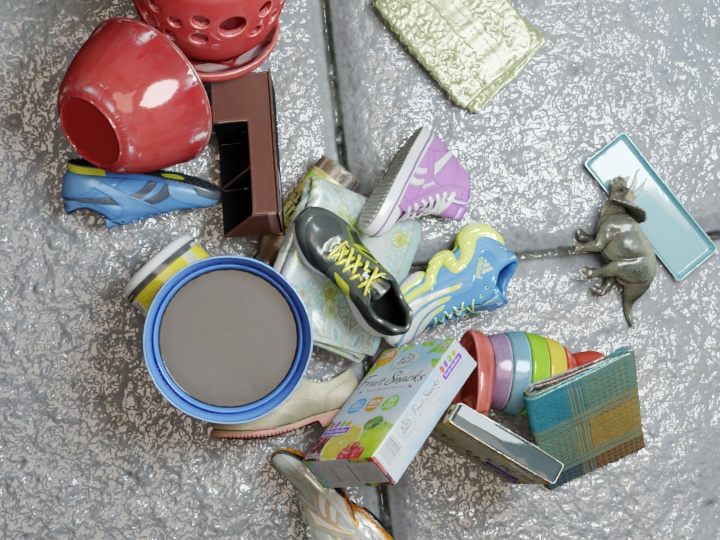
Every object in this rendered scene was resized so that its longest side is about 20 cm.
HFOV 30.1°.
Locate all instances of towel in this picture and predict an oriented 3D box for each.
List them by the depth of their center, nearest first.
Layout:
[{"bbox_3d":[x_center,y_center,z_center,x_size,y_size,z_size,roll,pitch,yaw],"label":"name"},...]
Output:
[{"bbox_3d":[-0.025,0.003,1.674,0.171,0.048,0.200,22,87,-34],"label":"towel"},{"bbox_3d":[0.283,0.186,1.678,0.147,0.022,0.200,-22,134,-4],"label":"towel"},{"bbox_3d":[0.127,-0.315,1.731,0.148,0.036,0.200,-44,92,-2],"label":"towel"}]

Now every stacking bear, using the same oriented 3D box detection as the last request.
[{"bbox_3d":[0.228,0.137,1.698,0.200,0.121,0.114,5,85,-12],"label":"stacking bear"}]

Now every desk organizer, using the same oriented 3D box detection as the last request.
[{"bbox_3d":[-0.141,-0.145,1.666,0.077,0.072,0.200,-5,70,0],"label":"desk organizer"}]

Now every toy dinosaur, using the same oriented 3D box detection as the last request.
[{"bbox_3d":[0.335,-0.020,1.711,0.102,0.077,0.200,-16,91,22],"label":"toy dinosaur"}]

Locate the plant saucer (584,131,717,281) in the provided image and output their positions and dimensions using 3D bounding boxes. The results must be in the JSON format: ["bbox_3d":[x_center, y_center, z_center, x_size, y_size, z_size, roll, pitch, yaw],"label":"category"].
[{"bbox_3d":[0.379,-0.083,1.751,0.070,0.019,0.200,-39,91,-3],"label":"plant saucer"}]

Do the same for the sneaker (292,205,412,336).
[{"bbox_3d":[0.000,0.000,1.608,0.074,0.085,0.200,-47,111,-15],"label":"sneaker"}]

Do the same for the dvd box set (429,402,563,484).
[{"bbox_3d":[0.155,0.215,1.641,0.146,0.200,0.029,31,78,-2],"label":"dvd box set"}]

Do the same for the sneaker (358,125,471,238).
[{"bbox_3d":[0.080,-0.088,1.667,0.114,0.073,0.200,42,49,-10],"label":"sneaker"}]

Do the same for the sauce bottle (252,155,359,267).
[{"bbox_3d":[-0.084,-0.052,1.699,0.065,0.065,0.200,37,86,-2],"label":"sauce bottle"}]

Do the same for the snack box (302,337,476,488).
[{"bbox_3d":[0.035,0.173,1.623,0.053,0.142,0.200,52,55,-19],"label":"snack box"}]

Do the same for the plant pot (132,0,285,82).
[{"bbox_3d":[-0.182,-0.346,1.620,0.200,0.183,0.200,2,58,-3],"label":"plant pot"}]

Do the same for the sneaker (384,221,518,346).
[{"bbox_3d":[0.119,0.031,1.686,0.200,0.076,0.105,-50,53,-4],"label":"sneaker"}]

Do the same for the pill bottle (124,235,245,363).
[{"bbox_3d":[-0.191,0.062,1.667,0.112,0.112,0.200,-42,92,-3],"label":"pill bottle"}]

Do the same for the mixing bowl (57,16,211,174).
[{"bbox_3d":[-0.291,-0.192,1.611,0.200,0.200,0.108,48,51,-2],"label":"mixing bowl"}]

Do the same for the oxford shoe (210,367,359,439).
[{"bbox_3d":[-0.096,0.170,1.697,0.200,0.070,0.075,-10,86,-14],"label":"oxford shoe"}]

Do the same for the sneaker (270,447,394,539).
[{"bbox_3d":[-0.051,0.313,1.693,0.200,0.076,0.092,45,91,-1],"label":"sneaker"}]

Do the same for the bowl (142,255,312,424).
[{"bbox_3d":[-0.157,0.081,1.593,0.201,0.039,0.201,0,91,-4],"label":"bowl"}]

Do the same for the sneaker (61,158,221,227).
[{"bbox_3d":[-0.278,-0.090,1.694,0.200,0.066,0.078,7,101,-3],"label":"sneaker"}]
